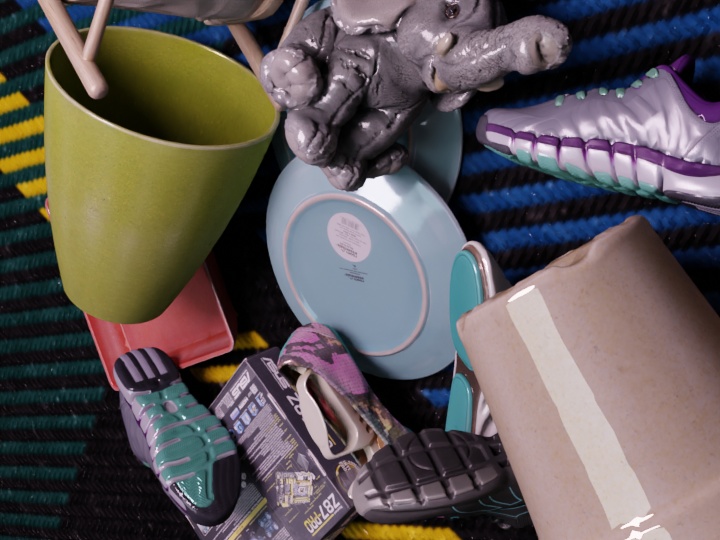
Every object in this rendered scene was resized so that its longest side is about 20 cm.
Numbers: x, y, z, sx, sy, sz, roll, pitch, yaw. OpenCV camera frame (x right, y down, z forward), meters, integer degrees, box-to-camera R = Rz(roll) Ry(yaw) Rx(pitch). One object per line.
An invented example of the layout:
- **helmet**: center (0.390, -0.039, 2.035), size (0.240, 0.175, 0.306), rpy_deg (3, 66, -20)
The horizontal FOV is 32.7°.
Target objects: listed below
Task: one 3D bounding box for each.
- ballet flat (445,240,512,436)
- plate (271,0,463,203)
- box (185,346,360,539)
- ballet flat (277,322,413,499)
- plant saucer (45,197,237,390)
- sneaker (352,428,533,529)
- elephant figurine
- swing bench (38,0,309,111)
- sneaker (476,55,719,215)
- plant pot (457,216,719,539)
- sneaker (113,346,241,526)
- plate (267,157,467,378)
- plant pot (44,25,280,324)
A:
- **ballet flat**: center (0.098, 0.067, 0.899), size (0.069, 0.069, 0.203), rpy_deg (20, 122, 35)
- **plate**: center (-0.007, -0.113, 0.958), size (0.198, 0.025, 0.204), rpy_deg (13, 111, 37)
- **box**: center (-0.089, 0.192, 1.113), size (0.162, 0.049, 0.201), rpy_deg (53, 131, 18)
- **ballet flat**: center (0.002, 0.134, 0.967), size (0.201, 0.071, 0.069), rpy_deg (52, 141, -5)
- **plant saucer**: center (-0.201, -0.004, 1.155), size (0.198, 0.036, 0.203), rpy_deg (-20, 91, 43)
- **sneaker**: center (0.092, 0.152, 0.860), size (0.076, 0.197, 0.080), rpy_deg (-118, 20, -56)
- **elephant figurine**: center (0.042, -0.152, 0.821), size (0.199, 0.141, 0.157), rpy_deg (-33, 81, 25)
- **swing bench**: center (-0.156, -0.228, 0.919), size (0.200, 0.197, 0.131), rpy_deg (42, 120, 30)
- **sneaker**: center (0.171, -0.096, 0.785), size (0.198, 0.074, 0.089), rpy_deg (17, 93, 32)
- **plant pot**: center (0.156, 0.079, 0.743), size (0.200, 0.199, 0.185), rpy_deg (-33, 85, 42)
- **sneaker**: center (-0.164, 0.162, 1.103), size (0.201, 0.073, 0.088), rpy_deg (55, 146, 38)
- **plate**: center (0.000, 0.000, 0.957), size (0.198, 0.026, 0.203), rpy_deg (19, 126, 29)
- **plant pot**: center (-0.179, -0.064, 1.003), size (0.186, 0.186, 0.202), rpy_deg (37, 125, 26)
